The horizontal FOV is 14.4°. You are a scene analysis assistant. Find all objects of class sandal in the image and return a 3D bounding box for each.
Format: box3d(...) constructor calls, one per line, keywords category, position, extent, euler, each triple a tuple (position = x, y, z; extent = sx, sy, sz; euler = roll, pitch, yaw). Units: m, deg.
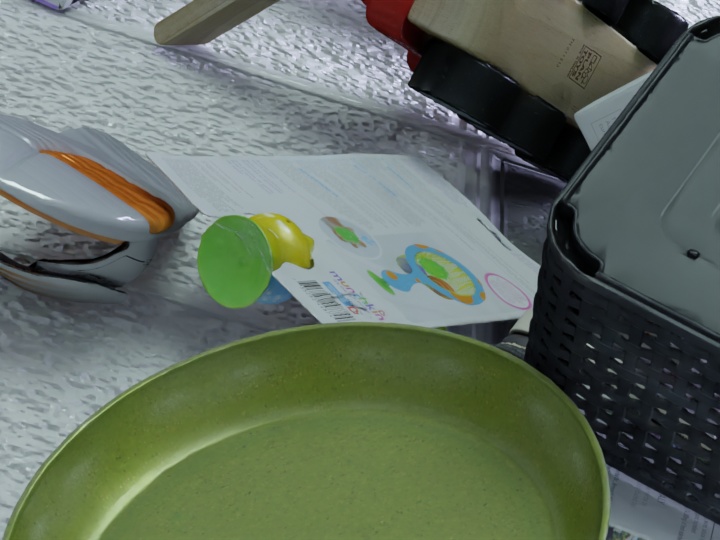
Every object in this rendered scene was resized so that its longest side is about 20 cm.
box3d(category="sandal", position=(-0.113, -0.016, 1.124), extent=(0.079, 0.059, 0.207), euler=(34, 6, 9))

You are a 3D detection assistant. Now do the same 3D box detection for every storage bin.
box3d(category="storage bin", position=(0.168, 0.019, 0.957), extent=(0.200, 0.094, 0.135), euler=(28, 55, 16))

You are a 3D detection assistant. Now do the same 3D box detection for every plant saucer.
box3d(category="plant saucer", position=(-0.017, 0.092, 0.919), extent=(0.199, 0.031, 0.200), euler=(-8, 37, 6))

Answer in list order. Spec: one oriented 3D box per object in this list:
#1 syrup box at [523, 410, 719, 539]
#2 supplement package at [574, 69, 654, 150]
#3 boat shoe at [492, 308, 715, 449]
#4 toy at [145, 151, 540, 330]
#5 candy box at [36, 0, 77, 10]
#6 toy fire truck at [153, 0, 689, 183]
box3d(category="syrup box", position=(0.144, 0.127, 0.986), extent=(0.200, 0.079, 0.081), euler=(21, 25, 3))
box3d(category="supplement package", position=(0.219, -0.069, 1.254), extent=(0.117, 0.200, 0.117), euler=(-26, 90, -56))
box3d(category="boat shoe", position=(0.118, 0.096, 1.079), extent=(0.200, 0.073, 0.063), euler=(38, 74, 24))
box3d(category="toy", position=(0.000, 0.000, 1.161), extent=(0.115, 0.047, 0.200), euler=(43, 20, 25))
box3d(category="candy box", position=(-0.169, -0.218, 1.452), extent=(0.167, 0.072, 0.200), euler=(25, 27, 13))
box3d(category="toy fire truck", position=(0.023, -0.117, 1.346), extent=(0.200, 0.129, 0.176), euler=(29, 2, 31))
